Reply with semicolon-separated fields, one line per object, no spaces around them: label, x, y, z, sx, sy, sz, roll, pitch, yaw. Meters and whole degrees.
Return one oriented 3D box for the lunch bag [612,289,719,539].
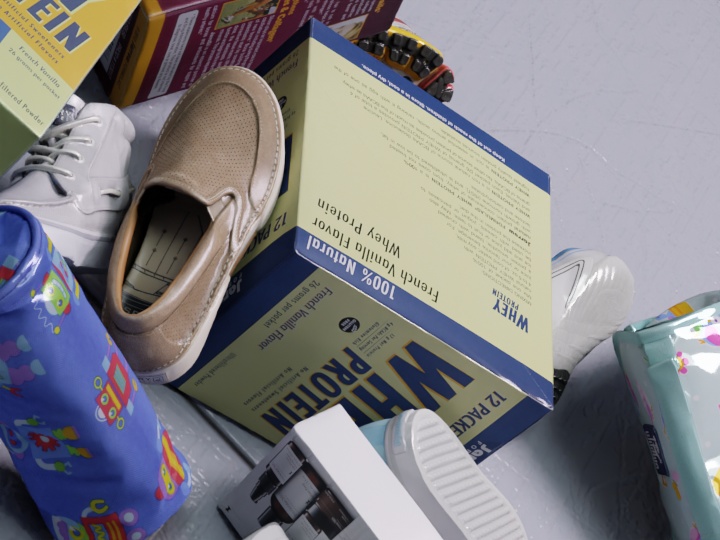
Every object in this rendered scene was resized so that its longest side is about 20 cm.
lunch bag;0.245;0.099;1.916;0.200;0.121;0.172;-18;91;-58

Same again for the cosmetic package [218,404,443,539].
cosmetic package;0.012;0.181;1.620;0.200;0.083;0.051;52;38;12

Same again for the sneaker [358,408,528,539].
sneaker;0.041;0.158;1.709;0.201;0.081;0.074;60;32;-31

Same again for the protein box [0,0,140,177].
protein box;-0.235;-0.106;1.510;0.135;0.200;0.199;43;35;-11

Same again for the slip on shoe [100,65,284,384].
slip on shoe;-0.095;-0.036;1.609;0.076;0.061;0.201;14;62;16

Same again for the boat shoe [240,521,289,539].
boat shoe;-0.079;0.196;1.527;0.065;0.074;0.202;49;27;5

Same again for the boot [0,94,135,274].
boot;-0.172;-0.050;1.582;0.200;0.073;0.096;11;80;-77

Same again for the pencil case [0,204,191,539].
pencil case;-0.159;0.060;1.494;0.201;0.086;0.078;63;35;-38

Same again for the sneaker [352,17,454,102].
sneaker;-0.035;-0.159;1.922;0.199;0.078;0.082;30;12;-21

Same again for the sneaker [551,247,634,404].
sneaker;0.104;0.048;1.896;0.200;0.072;0.072;-37;117;-45

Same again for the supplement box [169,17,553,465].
supplement box;0.000;0.000;1.743;0.199;0.134;0.201;31;39;-26

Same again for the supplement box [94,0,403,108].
supplement box;-0.068;-0.184;1.787;0.199;0.110;0.086;-18;70;-24
